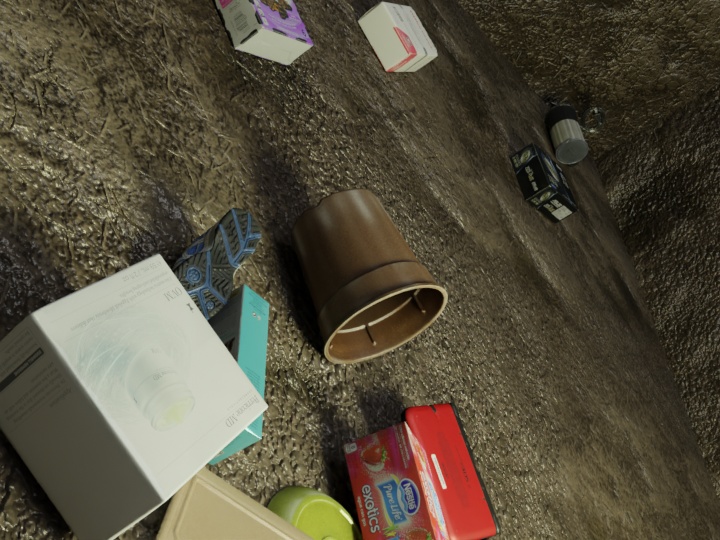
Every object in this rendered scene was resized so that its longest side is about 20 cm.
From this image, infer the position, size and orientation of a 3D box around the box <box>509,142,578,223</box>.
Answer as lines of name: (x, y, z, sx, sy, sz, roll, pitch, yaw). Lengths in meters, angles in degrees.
box: (0.545, -0.256, 2.697, 0.199, 0.086, 0.166, 28, 39, -47)

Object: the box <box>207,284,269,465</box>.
box: (-0.154, 0.118, 1.066, 0.049, 0.082, 0.202, 40, 33, -35)

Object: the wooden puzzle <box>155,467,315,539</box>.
wooden puzzle: (-0.133, 0.312, 0.937, 0.184, 0.037, 0.201, 38, 28, -16)

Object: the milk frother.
milk frother: (0.777, -0.487, 3.223, 0.180, 0.198, 0.190, 39, 33, -42)

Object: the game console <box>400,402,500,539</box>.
game console: (0.115, 0.312, 1.349, 0.171, 0.118, 0.202, 3, 59, -46)

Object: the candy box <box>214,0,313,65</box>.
candy box: (-0.190, -0.485, 1.634, 0.167, 0.071, 0.202, -4, 67, -61)

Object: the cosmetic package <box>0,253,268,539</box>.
cosmetic package: (-0.225, 0.119, 0.876, 0.201, 0.122, 0.199, 55, 27, -1)

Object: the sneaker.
sneaker: (-0.195, 0.009, 1.122, 0.076, 0.077, 0.201, 49, 46, -13)

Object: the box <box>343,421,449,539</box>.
box: (0.053, 0.315, 1.179, 0.100, 0.094, 0.202, 58, 14, -52)

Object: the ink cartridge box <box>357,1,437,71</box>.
ink cartridge box: (0.094, -0.564, 2.210, 0.147, 0.084, 0.200, 61, 28, 2)

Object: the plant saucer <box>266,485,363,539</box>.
plant saucer: (-0.041, 0.350, 1.088, 0.200, 0.031, 0.202, 41, 31, -32)

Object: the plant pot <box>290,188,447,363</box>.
plant pot: (0.000, 0.000, 1.356, 0.199, 0.200, 0.200, 15, 43, -55)
